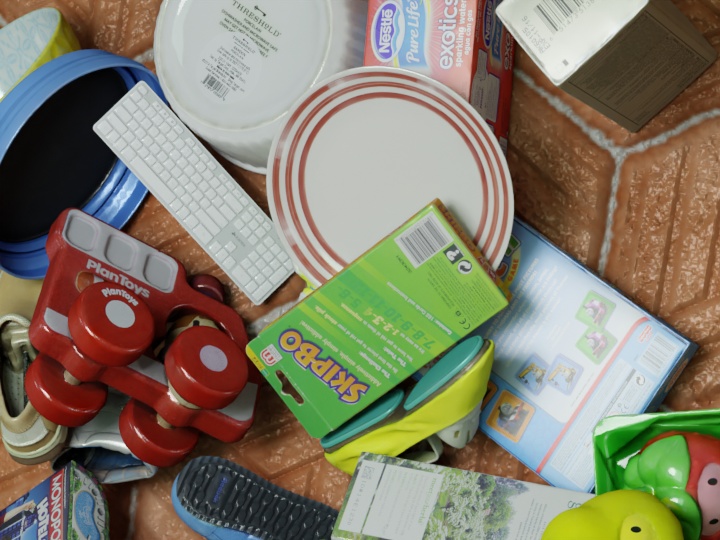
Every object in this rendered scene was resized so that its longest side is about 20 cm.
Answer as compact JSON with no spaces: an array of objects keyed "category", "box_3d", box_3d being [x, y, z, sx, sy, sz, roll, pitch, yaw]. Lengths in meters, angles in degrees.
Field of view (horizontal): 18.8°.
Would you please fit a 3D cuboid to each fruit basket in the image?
[{"category":"fruit basket","box_3d":[0.219,0.200,1.541,0.154,0.215,0.218,-5,81,22]}]

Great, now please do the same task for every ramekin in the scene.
[{"category":"ramekin","box_3d":[-0.073,-0.181,1.764,0.198,0.105,0.202,-3,83,22]}]

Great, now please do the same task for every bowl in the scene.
[{"category":"bowl","box_3d":[-0.295,-0.116,1.836,0.199,0.201,0.108,-34,115,16]},{"category":"bowl","box_3d":[-0.240,-0.088,1.763,0.039,0.200,0.202,35,97,28]}]

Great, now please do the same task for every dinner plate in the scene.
[{"category":"dinner plate","box_3d":[0.023,-0.060,1.655,0.198,0.024,0.202,7,113,18]}]

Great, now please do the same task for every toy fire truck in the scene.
[{"category":"toy fire truck","box_3d":[-0.166,0.047,1.729,0.112,0.199,0.169,-50,22,41]}]

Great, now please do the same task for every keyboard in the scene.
[{"category":"keyboard","box_3d":[-0.129,-0.061,1.758,0.056,0.011,0.200,-45,105,-9]}]

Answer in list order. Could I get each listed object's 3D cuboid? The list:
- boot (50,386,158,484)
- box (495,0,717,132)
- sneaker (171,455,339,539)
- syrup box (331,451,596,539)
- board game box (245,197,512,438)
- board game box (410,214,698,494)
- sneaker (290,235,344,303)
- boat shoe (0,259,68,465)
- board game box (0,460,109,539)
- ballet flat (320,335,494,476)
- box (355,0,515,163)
[{"category":"boot","box_3d":[-0.244,0.122,1.796,0.198,0.074,0.096,2,47,22]},{"category":"box","box_3d":[0.185,-0.173,1.602,0.095,0.200,0.078,-42,70,12]},{"category":"sneaker","box_3d":[-0.061,0.215,1.741,0.199,0.079,0.066,29,69,6]},{"category":"syrup box","box_3d":[0.087,0.204,1.644,0.198,0.082,0.079,9,58,20]},{"category":"board game box","box_3d":[0.011,0.040,1.663,0.199,0.030,0.096,-37,94,21]},{"category":"board game box","box_3d":[0.138,0.063,1.680,0.199,0.037,0.152,37,99,22]},{"category":"sneaker","box_3d":[0.000,0.000,1.728,0.104,0.076,0.202,-16,89,8]},{"category":"boat shoe","box_3d":[-0.271,0.056,1.767,0.071,0.076,0.201,-17,51,3]},{"category":"board game box","box_3d":[-0.242,0.263,1.722,0.199,0.062,0.201,-33,40,29]},{"category":"ballet flat","box_3d":[0.051,0.113,1.673,0.067,0.067,0.200,47,132,-11]},{"category":"box","box_3d":[0.063,-0.177,1.709,0.095,0.100,0.202,3,85,23]}]
